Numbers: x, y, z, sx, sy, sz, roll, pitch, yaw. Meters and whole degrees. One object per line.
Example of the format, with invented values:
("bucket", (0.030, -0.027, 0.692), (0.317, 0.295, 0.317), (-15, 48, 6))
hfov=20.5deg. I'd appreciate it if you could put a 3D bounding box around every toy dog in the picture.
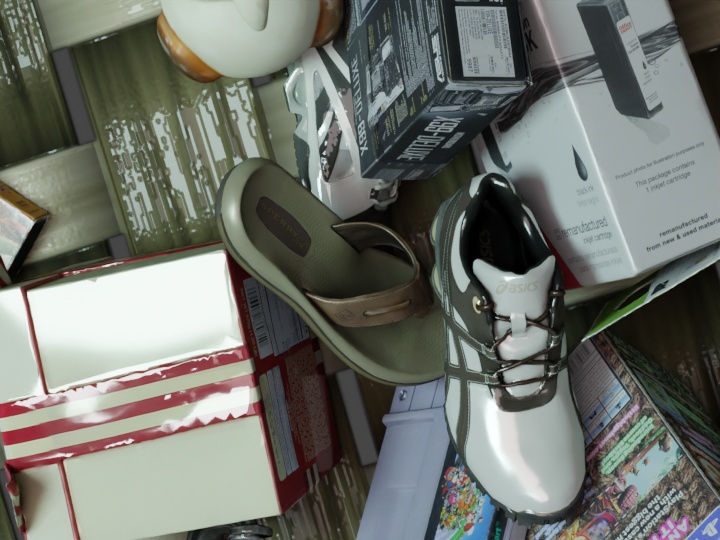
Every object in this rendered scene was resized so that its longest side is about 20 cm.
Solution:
("toy dog", (-0.067, -0.191, 1.110), (0.139, 0.200, 0.195), (-27, 64, -9))

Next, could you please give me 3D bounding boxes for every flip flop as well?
("flip flop", (0.000, 0.000, 1.153), (0.057, 0.082, 0.200), (-16, 135, 42))

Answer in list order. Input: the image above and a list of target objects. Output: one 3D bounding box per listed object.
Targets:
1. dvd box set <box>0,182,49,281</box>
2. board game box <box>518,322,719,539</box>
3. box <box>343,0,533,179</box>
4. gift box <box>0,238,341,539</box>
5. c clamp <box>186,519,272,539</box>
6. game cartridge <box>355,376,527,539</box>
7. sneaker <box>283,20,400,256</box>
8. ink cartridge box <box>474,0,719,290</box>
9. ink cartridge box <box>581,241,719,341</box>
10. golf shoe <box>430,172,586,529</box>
("dvd box set", (-0.323, -0.029, 1.317), (0.199, 0.029, 0.147), (34, 103, 6))
("board game box", (0.150, 0.159, 1.141), (0.096, 0.200, 0.160), (32, 107, -32))
("box", (0.033, -0.169, 1.119), (0.049, 0.158, 0.202), (-2, 74, -18))
("gift box", (-0.134, 0.066, 1.205), (0.185, 0.200, 0.187), (-12, 89, 15))
("c clamp", (-0.077, 0.233, 1.225), (0.027, 0.171, 0.202), (6, 69, -23))
("game cartridge", (0.047, 0.146, 1.172), (0.038, 0.129, 0.202), (29, 64, -28))
("sneaker", (0.006, -0.088, 1.214), (0.088, 0.074, 0.202), (-12, 94, 15))
("ink cartridge box", (0.125, -0.097, 1.143), (0.083, 0.144, 0.202), (-21, 91, -19))
("ink cartridge box", (0.236, 0.008, 1.138), (0.199, 0.148, 0.076), (-31, 91, 15))
("golf shoe", (0.081, 0.041, 1.104), (0.077, 0.095, 0.202), (-13, 73, -8))
